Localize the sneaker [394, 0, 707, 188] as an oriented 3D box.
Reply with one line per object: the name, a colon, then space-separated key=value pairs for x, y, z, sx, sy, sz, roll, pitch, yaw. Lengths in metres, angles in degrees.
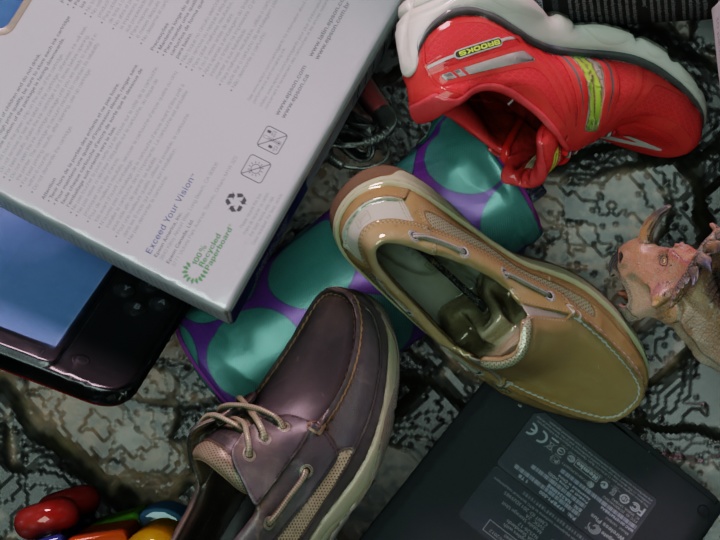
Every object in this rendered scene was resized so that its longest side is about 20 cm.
sneaker: x=0.092 y=-0.079 z=1.391 sx=0.077 sy=0.200 sz=0.085 roll=-20 pitch=62 yaw=47

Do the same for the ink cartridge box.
ink cartridge box: x=-0.104 y=-0.103 z=1.387 sx=0.200 sy=0.041 sz=0.200 roll=29 pitch=78 yaw=6

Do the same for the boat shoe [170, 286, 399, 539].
boat shoe: x=-0.043 y=0.098 z=1.356 sx=0.073 sy=0.074 sz=0.200 roll=28 pitch=78 yaw=-38

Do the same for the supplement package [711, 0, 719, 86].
supplement package: x=0.262 y=-0.049 z=1.303 sx=0.155 sy=0.111 sz=0.201 roll=0 pitch=73 yaw=-14

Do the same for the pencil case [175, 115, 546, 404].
pencil case: x=0.000 y=0.000 z=1.445 sx=0.200 sy=0.085 sz=0.092 roll=-37 pitch=51 yaw=8

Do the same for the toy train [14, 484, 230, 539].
toy train: x=-0.111 y=0.145 z=1.408 sx=0.115 sy=0.200 sz=0.085 roll=-18 pitch=90 yaw=3

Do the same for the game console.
game console: x=-0.172 y=-0.051 z=1.408 sx=0.200 sy=0.172 sz=0.119 roll=20 pitch=131 yaw=9

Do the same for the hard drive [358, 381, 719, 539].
hard drive: x=0.076 y=0.151 z=1.409 sx=0.139 sy=0.033 sz=0.200 roll=38 pitch=59 yaw=4

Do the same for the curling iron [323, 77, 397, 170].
curling iron: x=-0.040 y=-0.134 z=1.443 sx=0.049 sy=0.026 sz=0.200 roll=-22 pitch=66 yaw=-16

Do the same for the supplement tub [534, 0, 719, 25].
supplement tub: x=0.136 y=-0.185 z=1.402 sx=0.199 sy=0.123 sz=0.123 roll=-2 pitch=92 yaw=7

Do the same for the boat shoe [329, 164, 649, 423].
boat shoe: x=0.068 y=0.028 z=1.376 sx=0.200 sy=0.076 sz=0.072 roll=30 pitch=107 yaw=-25

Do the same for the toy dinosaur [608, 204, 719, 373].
toy dinosaur: x=0.229 y=0.023 z=1.370 sx=0.199 sy=0.086 sz=0.136 roll=-8 pitch=85 yaw=1
